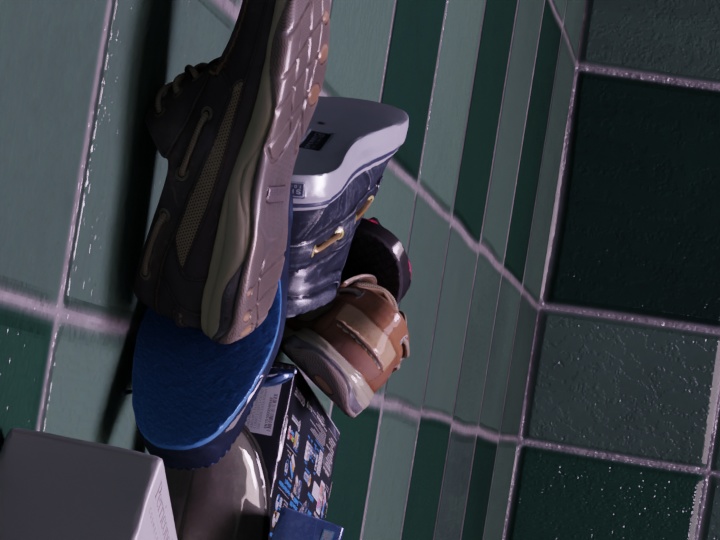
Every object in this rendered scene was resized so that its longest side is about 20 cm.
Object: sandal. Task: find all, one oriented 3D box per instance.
[{"bbox_3d":[0.000,0.000,1.617,0.045,0.075,0.200,-50,172,-18],"label":"sandal"}]

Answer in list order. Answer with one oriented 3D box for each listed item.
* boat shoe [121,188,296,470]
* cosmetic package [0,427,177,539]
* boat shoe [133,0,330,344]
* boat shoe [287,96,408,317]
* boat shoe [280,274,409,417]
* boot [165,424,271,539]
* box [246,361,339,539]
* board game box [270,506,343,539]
[{"bbox_3d":[-0.062,0.023,1.279,0.069,0.084,0.200,86,18,-50],"label":"boat shoe"},{"bbox_3d":[-0.131,0.176,1.031,0.102,0.074,0.200,86,17,-55],"label":"cosmetic package"},{"bbox_3d":[-0.066,-0.068,1.206,0.074,0.073,0.200,8,95,-77],"label":"boat shoe"},{"bbox_3d":[-0.027,-0.041,1.500,0.200,0.071,0.091,-45,145,-65],"label":"boat shoe"},{"bbox_3d":[-0.003,0.042,1.537,0.072,0.076,0.200,-45,-173,-2],"label":"boat shoe"},{"bbox_3d":[-0.095,0.171,1.251,0.131,0.068,0.200,-22,123,-82],"label":"boot"},{"bbox_3d":[-0.059,0.150,1.520,0.200,0.046,0.159,65,35,-74],"label":"box"},{"bbox_3d":[-0.057,0.230,1.313,0.135,0.034,0.200,96,12,-76],"label":"board game box"}]
